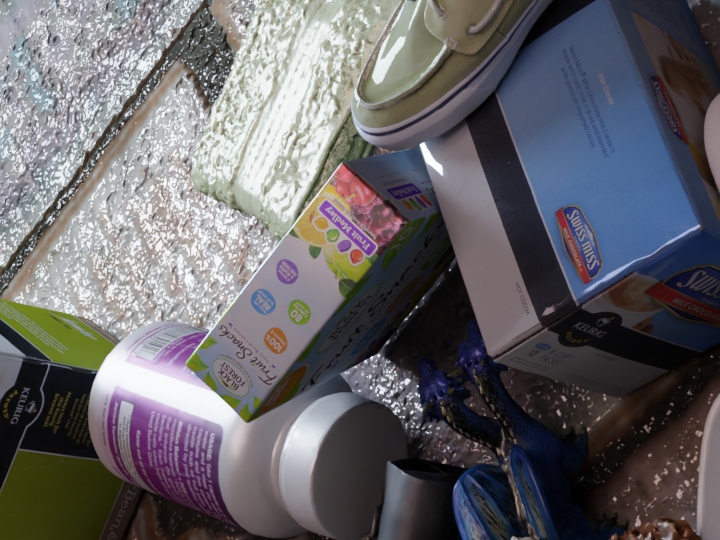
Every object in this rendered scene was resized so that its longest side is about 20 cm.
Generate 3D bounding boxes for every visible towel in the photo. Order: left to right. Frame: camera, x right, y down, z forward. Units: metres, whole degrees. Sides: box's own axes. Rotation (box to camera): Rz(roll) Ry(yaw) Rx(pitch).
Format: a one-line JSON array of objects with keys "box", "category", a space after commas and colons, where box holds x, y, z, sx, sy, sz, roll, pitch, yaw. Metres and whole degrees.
[{"box": [-0.039, -0.125, 1.032, 0.148, 0.036, 0.201, 30, 99, 43], "category": "towel"}]

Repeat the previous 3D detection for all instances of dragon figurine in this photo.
[{"box": [0.088, 0.126, 0.806, 0.059, 0.099, 0.201, -32, 59, 32], "category": "dragon figurine"}]

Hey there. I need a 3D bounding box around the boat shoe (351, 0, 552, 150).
[{"box": [0.057, -0.145, 0.753, 0.200, 0.062, 0.072, -48, 50, 19], "category": "boat shoe"}]

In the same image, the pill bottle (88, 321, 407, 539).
[{"box": [-0.070, 0.102, 0.946, 0.199, 0.112, 0.113, 13, 87, 43], "category": "pill bottle"}]

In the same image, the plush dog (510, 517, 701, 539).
[{"box": [0.087, 0.197, 0.700, 0.199, 0.161, 0.172, -15, 35, 18], "category": "plush dog"}]

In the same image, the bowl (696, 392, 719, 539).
[{"box": [0.253, 0.135, 0.673, 0.199, 0.074, 0.201, -10, 73, 40], "category": "bowl"}]

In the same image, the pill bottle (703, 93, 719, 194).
[{"box": [0.268, -0.075, 0.692, 0.200, 0.112, 0.113, -29, 60, 33], "category": "pill bottle"}]

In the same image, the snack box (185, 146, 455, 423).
[{"box": [0.000, 0.000, 0.854, 0.053, 0.200, 0.142, 41, 109, 11], "category": "snack box"}]

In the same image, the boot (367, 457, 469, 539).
[{"box": [0.016, 0.206, 0.824, 0.065, 0.165, 0.201, 19, 91, -2], "category": "boot"}]

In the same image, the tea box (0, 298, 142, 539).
[{"box": [-0.261, 0.131, 1.051, 0.133, 0.196, 0.201, 29, 97, 42], "category": "tea box"}]

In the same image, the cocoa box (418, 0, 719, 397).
[{"box": [0.124, -0.057, 0.800, 0.131, 0.133, 0.201, -33, 58, 29], "category": "cocoa box"}]
